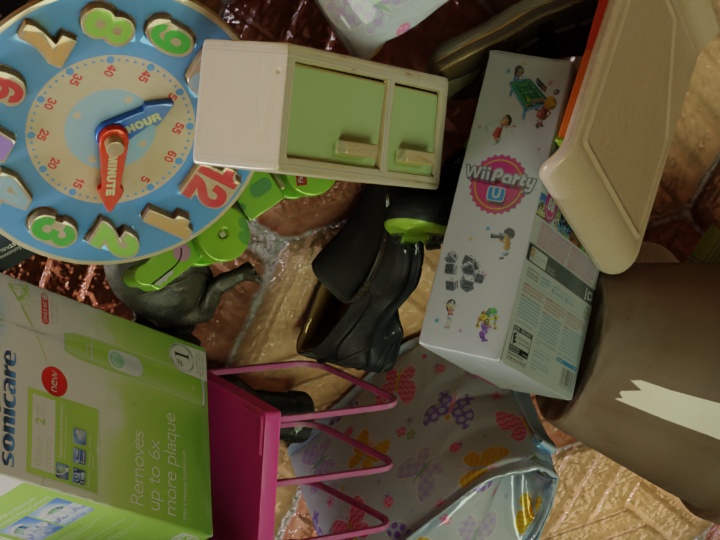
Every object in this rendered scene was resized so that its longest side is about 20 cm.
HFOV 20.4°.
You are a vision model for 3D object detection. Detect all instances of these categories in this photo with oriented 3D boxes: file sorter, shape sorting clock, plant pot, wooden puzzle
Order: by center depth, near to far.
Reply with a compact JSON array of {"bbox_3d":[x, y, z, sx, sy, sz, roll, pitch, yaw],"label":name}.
[{"bbox_3d":[-0.155,-0.086,1.241,0.198,0.039,0.201,-10,129,-12],"label":"shape sorting clock"},{"bbox_3d":[0.178,-0.118,1.341,0.201,0.037,0.185,-67,153,-13],"label":"wooden puzzle"},{"bbox_3d":[0.227,0.073,1.445,0.172,0.201,0.201,15,125,-17],"label":"plant pot"},{"bbox_3d":[-0.055,0.177,1.459,0.124,0.139,0.202,-3,104,-32],"label":"file sorter"}]

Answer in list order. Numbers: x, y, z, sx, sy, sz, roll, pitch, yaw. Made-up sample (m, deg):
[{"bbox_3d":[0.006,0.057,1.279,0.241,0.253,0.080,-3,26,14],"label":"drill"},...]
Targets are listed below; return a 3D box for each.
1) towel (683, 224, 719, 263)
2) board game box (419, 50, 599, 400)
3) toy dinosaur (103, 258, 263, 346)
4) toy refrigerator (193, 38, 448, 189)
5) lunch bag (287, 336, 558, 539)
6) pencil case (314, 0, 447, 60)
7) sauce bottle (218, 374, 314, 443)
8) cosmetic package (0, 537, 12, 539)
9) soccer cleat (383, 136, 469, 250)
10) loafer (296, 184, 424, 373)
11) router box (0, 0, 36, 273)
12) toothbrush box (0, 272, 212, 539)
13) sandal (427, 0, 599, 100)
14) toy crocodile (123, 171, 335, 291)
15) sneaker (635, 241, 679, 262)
[{"bbox_3d":[0.245,0.060,1.586,0.200,0.023,0.143,-50,142,12],"label":"towel"},{"bbox_3d":[0.115,-0.027,1.349,0.147,0.064,0.202,31,71,-63],"label":"board game box"},{"bbox_3d":[-0.136,-0.002,1.405,0.102,0.077,0.201,-36,141,-7],"label":"toy dinosaur"},{"bbox_3d":[-0.018,-0.095,1.253,0.199,0.069,0.077,3,93,-60],"label":"toy refrigerator"},{"bbox_3d":[0.062,0.159,1.572,0.127,0.170,0.200,28,115,-40],"label":"lunch bag"},{"bbox_3d":[0.056,-0.215,1.280,0.199,0.083,0.091,-33,134,9],"label":"pencil case"},{"bbox_3d":[-0.128,0.106,1.517,0.198,0.065,0.065,5,129,-29],"label":"sauce bottle"},{"bbox_3d":[-0.292,0.212,1.448,0.163,0.201,0.166,-20,136,-2],"label":"cosmetic package"},{"bbox_3d":[0.073,-0.055,1.404,0.067,0.082,0.199,1,-178,29],"label":"soccer cleat"},{"bbox_3d":[0.000,0.000,1.470,0.072,0.073,0.201,-2,131,-15],"label":"loafer"},{"bbox_3d":[-0.192,-0.107,1.279,0.199,0.062,0.150,-29,131,4],"label":"router box"},{"bbox_3d":[-0.200,0.103,1.340,0.199,0.147,0.086,23,140,-38],"label":"toothbrush box"},{"bbox_3d":[0.130,-0.178,1.364,0.198,0.054,0.081,-23,151,-10],"label":"sandal"},{"bbox_3d":[-0.079,-0.054,1.348,0.199,0.067,0.062,-38,100,-13],"label":"toy crocodile"},{"bbox_3d":[0.163,0.025,1.557,0.198,0.075,0.085,6,124,-28],"label":"sneaker"}]
